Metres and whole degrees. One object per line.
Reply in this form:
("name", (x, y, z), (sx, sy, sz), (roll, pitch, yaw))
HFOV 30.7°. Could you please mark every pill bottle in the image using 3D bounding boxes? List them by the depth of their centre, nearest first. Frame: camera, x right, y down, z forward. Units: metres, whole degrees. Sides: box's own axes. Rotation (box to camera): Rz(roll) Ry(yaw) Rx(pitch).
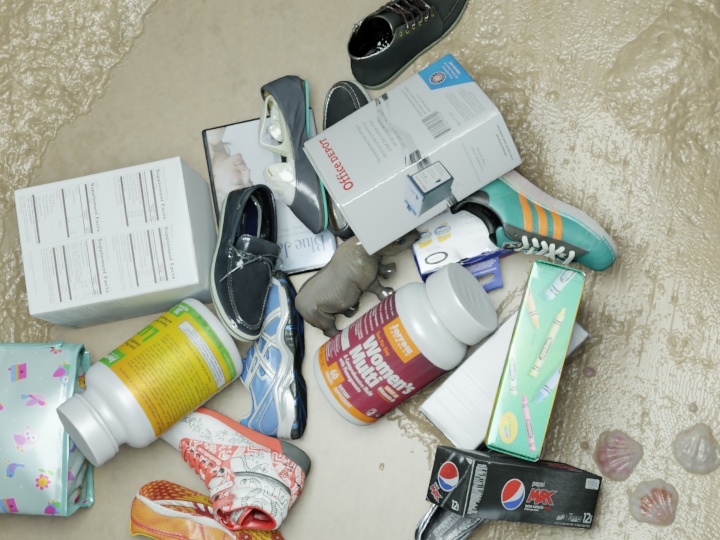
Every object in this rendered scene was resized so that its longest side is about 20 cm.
("pill bottle", (0.051, 0.083, 1.487), (0.200, 0.109, 0.110), (-37, 79, 24))
("pill bottle", (-0.242, 0.131, 1.496), (0.200, 0.111, 0.111), (-37, 79, -22))

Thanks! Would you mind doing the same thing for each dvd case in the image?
("dvd case", (-0.110, -0.090, 1.605), (0.141, 0.018, 0.202), (-11, 82, 4))

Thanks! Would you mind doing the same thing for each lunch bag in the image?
("lunch bag", (-0.404, 0.183, 1.551), (0.169, 0.122, 0.202), (0, 88, 7))

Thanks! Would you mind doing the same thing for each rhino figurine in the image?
("rhino figurine", (0.000, 0.000, 1.512), (0.087, 0.060, 0.200), (25, 123, -28))

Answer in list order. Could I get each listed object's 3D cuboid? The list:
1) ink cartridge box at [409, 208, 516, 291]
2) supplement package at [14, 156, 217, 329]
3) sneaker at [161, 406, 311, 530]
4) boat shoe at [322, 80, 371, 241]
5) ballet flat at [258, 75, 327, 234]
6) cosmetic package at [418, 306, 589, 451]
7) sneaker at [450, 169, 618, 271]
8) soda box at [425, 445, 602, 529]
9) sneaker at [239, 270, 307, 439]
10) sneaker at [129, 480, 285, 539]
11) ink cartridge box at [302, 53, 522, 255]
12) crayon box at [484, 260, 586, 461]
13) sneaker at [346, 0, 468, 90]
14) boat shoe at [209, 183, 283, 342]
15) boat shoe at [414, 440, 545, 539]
("ink cartridge box", (0.115, -0.072, 1.548), (0.135, 0.076, 0.201), (-17, 79, 3))
("supplement package", (-0.280, -0.028, 1.548), (0.198, 0.152, 0.152), (-11, 81, 5))
("sneaker", (-0.166, 0.231, 1.521), (0.200, 0.067, 0.108), (19, 50, 8))
("boat shoe", (-0.020, -0.134, 1.572), (0.073, 0.060, 0.202), (-5, 82, 31))
("ballet flat", (-0.087, -0.137, 1.562), (0.072, 0.073, 0.202), (-10, 76, 5))
("cosmetic package", (0.165, 0.117, 1.503), (0.090, 0.107, 0.200), (43, 87, 9))
("sneaker", (0.190, -0.045, 1.468), (0.199, 0.071, 0.080), (32, 71, 3))
("soda box", (0.171, 0.240, 1.444), (0.199, 0.071, 0.064), (14, 89, -36))
("sneaker", (-0.107, 0.099, 1.550), (0.076, 0.076, 0.202), (-3, 80, 11))
("sneaker", (-0.175, 0.312, 1.543), (0.199, 0.073, 0.078), (22, 116, 6))
("ink cartridge box", (0.055, -0.131, 1.449), (0.199, 0.086, 0.147), (-32, 39, 2))
("crayon box", (0.183, 0.096, 1.391), (0.058, 0.119, 0.202), (15, 86, 6))
("sneaker", (0.064, -0.307, 1.570), (0.075, 0.106, 0.200), (39, 88, 10))
("boat shoe", (-0.130, -0.014, 1.524), (0.062, 0.074, 0.201), (-28, 51, 41))
("boat shoe", (0.137, 0.251, 1.506), (0.200, 0.068, 0.072), (-43, 80, -1))
